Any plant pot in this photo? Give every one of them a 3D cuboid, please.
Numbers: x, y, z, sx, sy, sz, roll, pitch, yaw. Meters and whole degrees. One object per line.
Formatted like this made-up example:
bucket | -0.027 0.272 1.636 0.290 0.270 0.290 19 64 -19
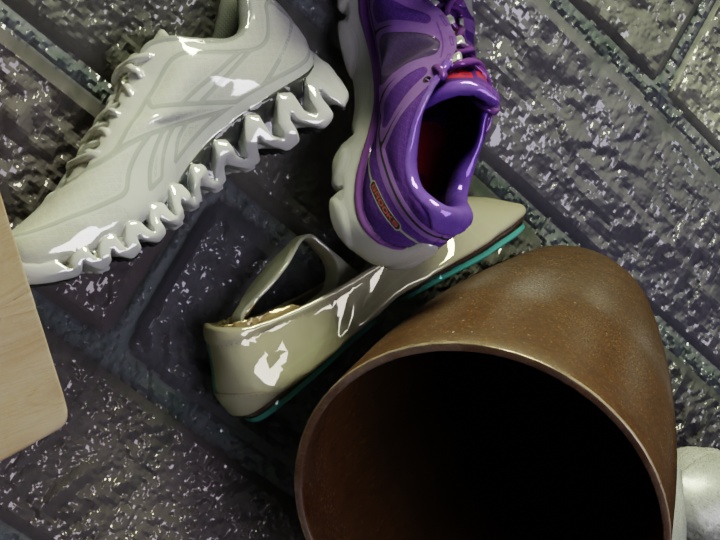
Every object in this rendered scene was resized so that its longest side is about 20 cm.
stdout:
plant pot | 0.086 0.071 1.229 0.200 0.186 0.188 -56 136 -57

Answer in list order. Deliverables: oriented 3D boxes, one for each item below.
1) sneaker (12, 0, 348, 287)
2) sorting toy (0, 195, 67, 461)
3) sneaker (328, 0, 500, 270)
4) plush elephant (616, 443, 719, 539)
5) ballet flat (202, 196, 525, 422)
sneaker | -0.100 -0.062 1.135 0.200 0.075 0.081 -38 107 -28
sorting toy | -0.249 0.014 1.028 0.199 0.069 0.200 -28 116 -30
sneaker | 0.040 -0.099 1.198 0.080 0.083 0.201 17 66 -36
plush elephant | 0.172 0.167 1.343 0.164 0.199 0.156 18 66 -42
ballet flat | 0.000 0.000 1.229 0.200 0.069 0.070 -35 120 -26
